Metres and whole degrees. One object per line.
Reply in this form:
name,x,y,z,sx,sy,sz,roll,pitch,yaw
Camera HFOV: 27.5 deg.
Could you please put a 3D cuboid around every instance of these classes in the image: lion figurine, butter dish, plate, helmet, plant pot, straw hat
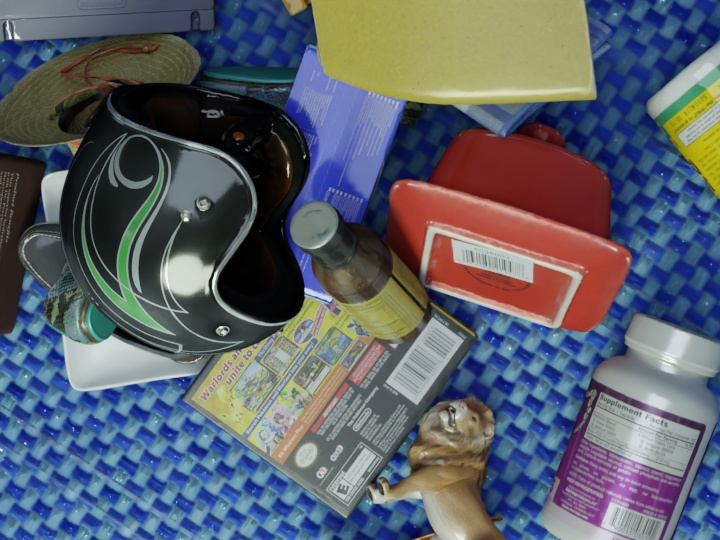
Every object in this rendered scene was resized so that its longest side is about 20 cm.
lion figurine,0.084,0.211,1.259,0.122,0.072,0.200,-14,72,-19
butter dish,0.133,-0.055,1.238,0.200,0.200,0.148,18,70,5
plate,-0.176,-0.002,1.328,0.199,0.032,0.200,-8,92,6
helmet,-0.134,-0.033,1.144,0.200,0.200,0.191,15,113,5
plant pot,0.064,-0.220,1.100,0.199,0.194,0.196,-8,103,10
straw hat,-0.216,-0.125,1.281,0.201,0.201,0.085,-11,123,6

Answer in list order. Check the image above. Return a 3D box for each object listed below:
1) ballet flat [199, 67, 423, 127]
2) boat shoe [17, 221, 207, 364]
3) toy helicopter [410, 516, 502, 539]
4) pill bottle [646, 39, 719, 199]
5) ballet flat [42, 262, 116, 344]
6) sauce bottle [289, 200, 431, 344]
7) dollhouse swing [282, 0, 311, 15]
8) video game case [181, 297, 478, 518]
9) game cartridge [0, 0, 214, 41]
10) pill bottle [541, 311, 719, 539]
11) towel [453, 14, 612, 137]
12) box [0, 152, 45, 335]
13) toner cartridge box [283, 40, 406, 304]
ballet flat,-0.041,-0.146,1.288,0.199,0.074,0.074,-1,91,9
boat shoe,-0.217,0.017,1.285,0.200,0.063,0.073,31,97,6
toy helicopter,0.049,0.268,1.285,0.200,0.079,0.133,14,70,-6
pill bottle,0.342,-0.097,1.231,0.113,0.113,0.200,-40,87,5
ballet flat,-0.208,-0.026,1.254,0.074,0.074,0.200,27,57,5
sauce bottle,0.000,0.000,1.187,0.065,0.200,0.065,-8,64,18
dollhouse swing,-0.020,-0.353,1.242,0.200,0.182,0.176,-29,109,6
video game case,-0.026,0.085,1.296,0.181,0.026,0.200,36,88,-4
game cartridge,-0.227,-0.268,1.277,0.200,0.038,0.130,-5,110,-14
pill bottle,0.236,0.142,1.248,0.112,0.112,0.200,21,93,5
towel,0.094,-0.207,1.240,0.147,0.024,0.200,-40,63,-20
box,-0.392,-0.033,1.265,0.164,0.200,0.166,11,92,6
toner cartridge box,-0.033,-0.082,1.237,0.095,0.043,0.200,20,102,-4
